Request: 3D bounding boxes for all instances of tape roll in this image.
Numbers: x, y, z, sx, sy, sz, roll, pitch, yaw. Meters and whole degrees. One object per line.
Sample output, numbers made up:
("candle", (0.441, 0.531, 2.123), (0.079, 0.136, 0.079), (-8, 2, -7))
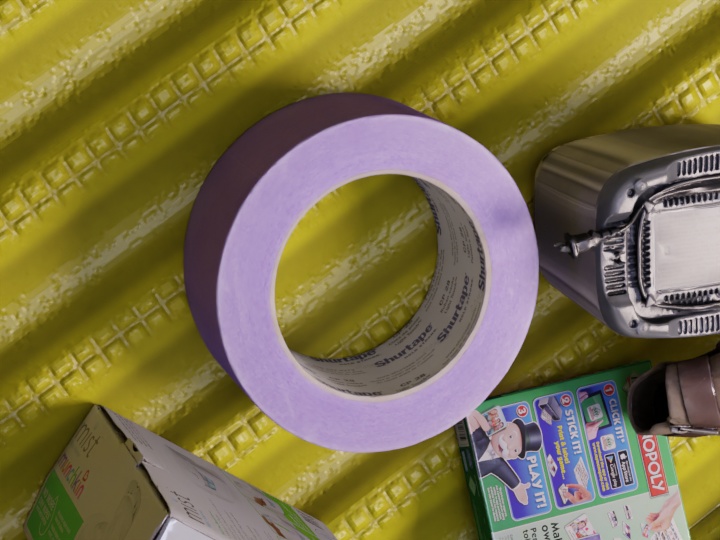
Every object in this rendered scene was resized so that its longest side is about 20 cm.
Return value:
("tape roll", (0.000, 0.000, 1.165), (0.198, 0.085, 0.202), (-5, 105, -17))

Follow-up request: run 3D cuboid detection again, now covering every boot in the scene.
("boot", (0.241, 0.083, 1.236), (0.145, 0.200, 0.071), (-5, 69, -4))

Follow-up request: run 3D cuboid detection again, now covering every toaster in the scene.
("toaster", (0.189, -0.027, 1.198), (0.198, 0.129, 0.115), (-9, 105, -17))

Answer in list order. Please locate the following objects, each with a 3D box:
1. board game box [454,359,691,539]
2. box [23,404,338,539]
("board game box", (0.143, 0.170, 1.251), (0.133, 0.029, 0.202), (-11, 87, -17))
("box", (-0.082, 0.177, 1.117), (0.176, 0.200, 0.097), (30, 93, -24))
